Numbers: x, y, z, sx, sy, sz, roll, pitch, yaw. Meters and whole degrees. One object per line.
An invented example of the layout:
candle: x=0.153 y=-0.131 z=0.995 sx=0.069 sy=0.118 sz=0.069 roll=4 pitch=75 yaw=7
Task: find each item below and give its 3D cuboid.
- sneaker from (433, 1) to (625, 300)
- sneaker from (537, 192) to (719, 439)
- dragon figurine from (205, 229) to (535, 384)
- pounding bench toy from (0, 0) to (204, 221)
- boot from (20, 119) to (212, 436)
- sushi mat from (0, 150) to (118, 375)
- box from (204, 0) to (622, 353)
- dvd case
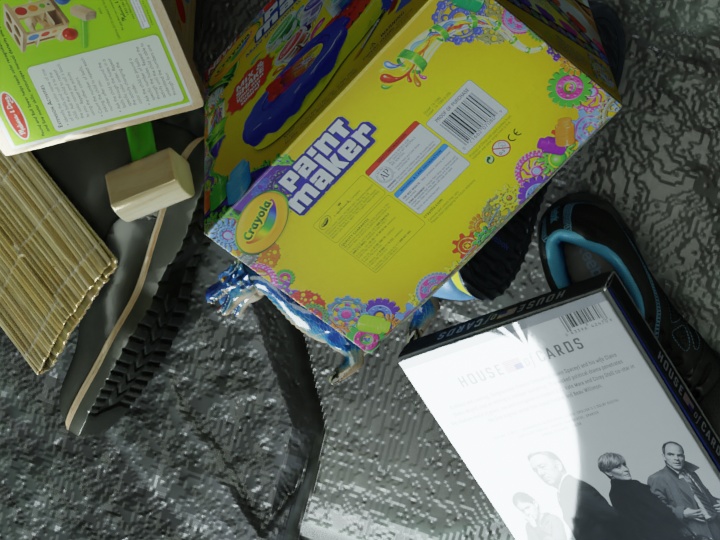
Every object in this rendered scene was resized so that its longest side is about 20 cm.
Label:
sneaker: x=0.082 y=-0.075 z=1.297 sx=0.078 sy=0.066 sz=0.201 roll=14 pitch=69 yaw=49
sneaker: x=0.163 y=0.050 z=1.306 sx=0.073 sy=0.082 sz=0.200 roll=-37 pitch=90 yaw=14
dragon figurine: x=0.000 y=0.000 z=1.347 sx=0.199 sy=0.059 sz=0.100 roll=-29 pitch=97 yaw=22
pounding bench toy: x=-0.155 y=-0.148 z=1.310 sx=0.123 sy=0.156 sz=0.201 roll=-14 pitch=130 yaw=10
boot: x=-0.174 y=-0.012 z=1.393 sx=0.138 sy=0.077 sz=0.201 roll=27 pitch=94 yaw=15
sushi mat: x=-0.230 y=-0.039 z=1.386 sx=0.200 sy=0.012 sz=0.096 roll=49 pitch=117 yaw=24
box: x=0.021 y=-0.101 z=1.228 sx=0.122 sy=0.193 sz=0.200 roll=36 pitch=112 yaw=-22
dvd case: x=0.132 y=0.104 z=1.301 sx=0.150 sy=0.025 sz=0.201 roll=-20 pitch=112 yaw=34
